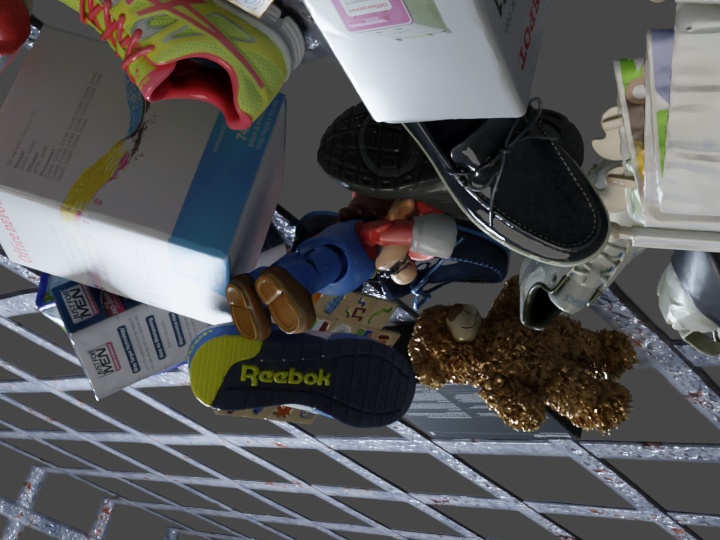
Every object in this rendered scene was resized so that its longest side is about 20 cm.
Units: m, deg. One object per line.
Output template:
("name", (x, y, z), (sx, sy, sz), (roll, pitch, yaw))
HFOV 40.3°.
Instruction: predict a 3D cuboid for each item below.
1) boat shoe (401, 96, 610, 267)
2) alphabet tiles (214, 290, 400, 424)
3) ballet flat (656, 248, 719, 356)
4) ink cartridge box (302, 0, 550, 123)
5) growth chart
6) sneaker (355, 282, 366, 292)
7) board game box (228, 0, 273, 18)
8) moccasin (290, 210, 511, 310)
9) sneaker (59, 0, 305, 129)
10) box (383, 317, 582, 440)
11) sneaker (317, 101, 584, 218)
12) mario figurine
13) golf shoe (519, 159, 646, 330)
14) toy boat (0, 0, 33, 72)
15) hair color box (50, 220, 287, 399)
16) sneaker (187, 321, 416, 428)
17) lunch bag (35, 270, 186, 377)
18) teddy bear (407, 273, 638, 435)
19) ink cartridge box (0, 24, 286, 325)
("boat shoe", (0.079, -0.079, 0.608), (0.200, 0.075, 0.062), (47, 177, -3))
("alphabet tiles", (-0.051, 0.085, 0.966), (0.199, 0.167, 0.006), (16, -153, -47))
("ballet flat", (0.268, 0.028, 0.744), (0.073, 0.074, 0.200), (-2, 156, 37))
("ink cartridge box", (0.021, -0.180, 0.418), (0.084, 0.146, 0.200), (3, 151, 27))
("growth chart", (0.210, -0.083, 0.577), (0.143, 0.018, 0.201), (12, 136, 18))
("sneaker", (-0.049, 0.058, 0.999), (0.069, 0.109, 0.200), (21, 155, -8))
("board game box", (-0.107, -0.234, 0.519), (0.199, 0.041, 0.153), (27, 154, -18))
("moccasin", (0.033, -0.002, 0.869), (0.198, 0.069, 0.081), (5, 152, 24))
("sneaker", (-0.137, -0.158, 0.638), (0.198, 0.091, 0.078), (23, 157, -7))
("box", (0.121, 0.118, 1.045), (0.199, 0.079, 0.141), (-7, 142, 42))
("sneaker", (0.063, -0.069, 0.711), (0.198, 0.077, 0.091), (10, 161, 22))
("mario figurine", (0.000, 0.000, 0.757), (0.123, 0.199, 0.107), (28, 134, 31))
("golf shoe", (0.177, -0.014, 0.714), (0.078, 0.098, 0.200), (23, 153, -8))
("toy boat", (-0.336, -0.184, 0.671), (0.199, 0.132, 0.130), (30, 153, -24))
("hair color box", (-0.162, 0.026, 0.876), (0.061, 0.199, 0.101), (53, 159, 36))
("sneaker", (-0.048, 0.078, 0.798), (0.198, 0.075, 0.082), (13, -178, -24))
("lunch bag", (-0.192, 0.005, 0.973), (0.198, 0.128, 0.170), (-17, 146, 11))
("teddy bear", (0.142, 0.071, 0.840), (0.199, 0.146, 0.067), (29, 155, 12))
("ink cartridge box", (-0.173, -0.070, 0.776), (0.198, 0.147, 0.147), (17, 156, 1))
